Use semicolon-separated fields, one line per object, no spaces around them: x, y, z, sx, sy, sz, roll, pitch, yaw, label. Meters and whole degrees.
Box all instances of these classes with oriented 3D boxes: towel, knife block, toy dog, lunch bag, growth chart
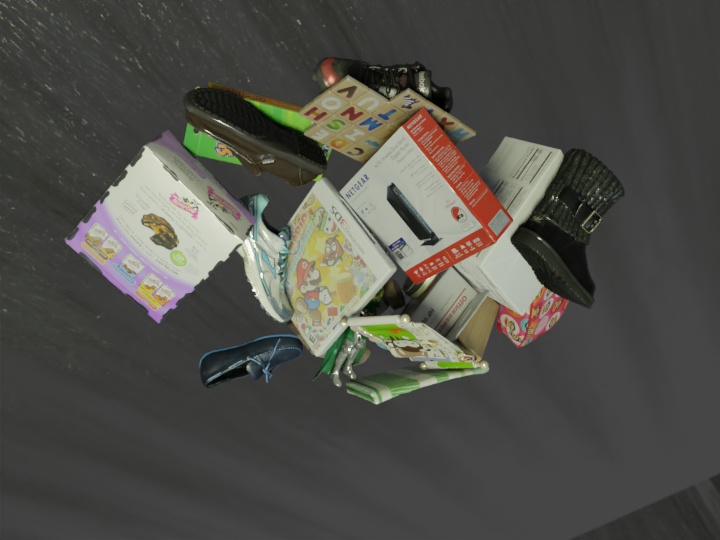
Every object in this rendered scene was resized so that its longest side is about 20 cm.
0.087;0.177;0.920;0.195;0.024;0.152;-9;178;-20;towel
0.199;0.067;0.978;0.064;0.200;0.176;41;84;-3;knife block
0.000;0.000;0.951;0.128;0.097;0.204;-12;121;1;toy dog
0.341;0.033;1.051;0.174;0.082;0.203;-29;141;-25;lunch bag
0.075;0.106;0.827;0.198;0.018;0.143;32;150;-33;growth chart

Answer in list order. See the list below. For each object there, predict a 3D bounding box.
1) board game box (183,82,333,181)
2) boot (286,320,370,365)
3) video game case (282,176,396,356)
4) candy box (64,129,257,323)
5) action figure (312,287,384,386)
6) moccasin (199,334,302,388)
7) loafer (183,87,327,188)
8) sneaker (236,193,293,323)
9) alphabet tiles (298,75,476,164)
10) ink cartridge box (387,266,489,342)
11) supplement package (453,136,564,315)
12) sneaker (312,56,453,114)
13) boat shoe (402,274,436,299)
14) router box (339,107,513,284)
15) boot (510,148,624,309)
-0.132;-0.184;0.762;0.195;0.030;0.097;6;130;-26;board game box
-0.040;0.114;1.001;0.145;0.071;0.199;36;154;-20;boot
-0.059;-0.003;0.858;0.023;0.183;0.201;-10;146;-53;video game case
-0.267;-0.054;0.764;0.199;0.072;0.168;-37;108;24;candy box
-0.001;0.087;0.898;0.117;0.054;0.204;-16;131;-53;action figure
-0.199;0.178;1.054;0.195;0.069;0.081;-17;139;2;moccasin
-0.137;-0.155;0.717;0.197;0.074;0.071;25;126;-28;loafer
-0.135;-0.018;0.843;0.085;0.078;0.204;-24;107;-5;sneaker
0.026;-0.184;0.733;0.197;0.008;0.165;17;157;-39;alphabet tiles
0.116;0.066;0.932;0.067;0.116;0.200;42;161;-5;ink cartridge box
0.235;-0.068;0.867;0.202;0.110;0.155;-53;131;-4;supplement package
0.037;-0.231;0.720;0.196;0.073;0.097;15;156;-30;sneaker
0.113;-0.054;0.910;0.065;0.072;0.204;27;98;-14;boat shoe
0.079;-0.088;0.760;0.180;0.049;0.199;49;151;-4;router box
0.315;-0.052;0.809;0.159;0.079;0.210;-54;130;-4;boot
